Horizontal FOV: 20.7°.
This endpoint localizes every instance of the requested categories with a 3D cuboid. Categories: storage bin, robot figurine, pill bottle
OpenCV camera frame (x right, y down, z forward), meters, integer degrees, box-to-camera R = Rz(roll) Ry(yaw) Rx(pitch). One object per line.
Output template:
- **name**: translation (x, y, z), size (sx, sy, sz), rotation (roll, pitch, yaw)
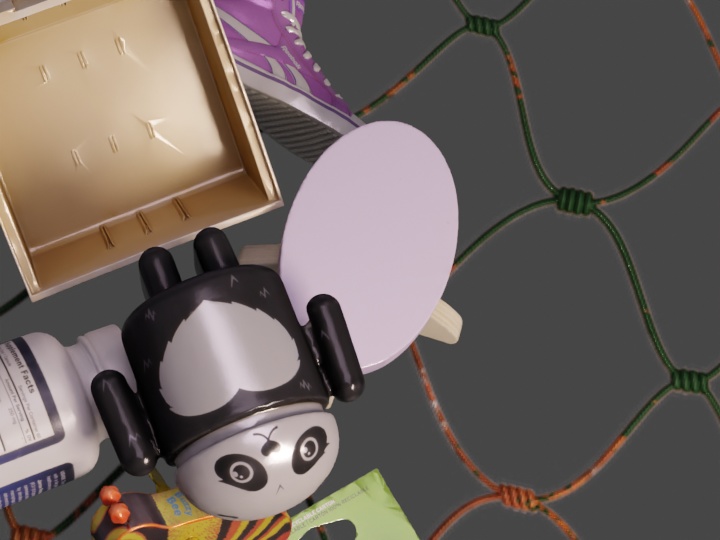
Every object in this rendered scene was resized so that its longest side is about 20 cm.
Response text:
- **storage bin**: translation (-0.188, -0.114, 1.458), size (0.199, 0.094, 0.199), rotation (-21, 112, -7)
- **robot figurine**: translation (-0.092, 0.074, 1.365), size (0.125, 0.150, 0.201), rotation (4, 61, -57)
- **pill bottle**: translation (-0.255, 0.110, 1.412), size (0.199, 0.111, 0.111), rotation (-20, 73, -17)

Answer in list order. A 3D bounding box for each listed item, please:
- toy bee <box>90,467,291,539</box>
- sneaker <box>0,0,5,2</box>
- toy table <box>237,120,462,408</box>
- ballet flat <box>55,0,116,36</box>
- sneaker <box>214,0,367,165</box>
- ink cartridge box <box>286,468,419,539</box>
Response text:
- **toy bee**: translation (-0.142, 0.190, 1.390), size (0.131, 0.109, 0.200), rotation (31, 55, 29)
- **sneaker**: translation (-0.278, -0.207, 1.568), size (0.080, 0.074, 0.200), rotation (38, 61, 19)
- **toy table**: translation (0.000, 0.000, 1.498), size (0.183, 0.117, 0.200), rotation (28, 67, 2)
- **ballet flat**: translation (-0.261, -0.257, 1.522), size (0.062, 0.068, 0.200), rotation (-34, 63, -13)
- **sneaker**: translation (-0.052, -0.167, 1.583), size (0.200, 0.073, 0.114), rotation (34, 63, 5)
- **ink cartridge box**: translation (0.012, 0.252, 1.420), size (0.148, 0.076, 0.200), rotation (-28, 77, -19)
